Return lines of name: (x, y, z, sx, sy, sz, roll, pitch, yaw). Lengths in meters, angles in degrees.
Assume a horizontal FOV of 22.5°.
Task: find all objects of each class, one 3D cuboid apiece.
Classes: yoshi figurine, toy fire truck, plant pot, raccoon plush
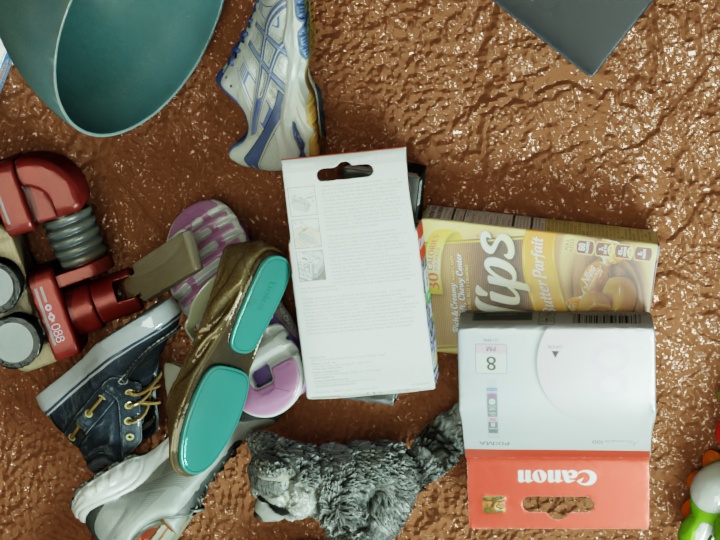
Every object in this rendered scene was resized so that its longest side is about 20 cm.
yoshi figurine: (0.342, 0.169, 1.511, 0.112, 0.112, 0.201, 24, 107, -5)
toy fire truck: (-0.237, -0.022, 1.536, 0.199, 0.129, 0.177, -18, 99, 2)
plant pot: (-0.222, -0.228, 1.462, 0.134, 0.200, 0.201, 32, 106, 24)
raccoon plush: (-0.008, 0.150, 1.551, 0.200, 0.097, 0.134, -48, 113, -13)

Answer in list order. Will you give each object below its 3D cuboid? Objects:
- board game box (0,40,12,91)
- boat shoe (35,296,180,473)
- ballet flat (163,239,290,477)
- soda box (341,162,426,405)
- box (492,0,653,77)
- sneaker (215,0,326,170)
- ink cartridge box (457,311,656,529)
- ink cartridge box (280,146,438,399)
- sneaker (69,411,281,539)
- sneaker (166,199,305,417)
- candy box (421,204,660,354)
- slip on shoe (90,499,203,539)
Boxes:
board game box: (-0.357, -0.235, 1.541, 0.151, 0.037, 0.201, 25, 105, 1)
boat shoe: (-0.195, 0.099, 1.550, 0.091, 0.071, 0.200, 53, 133, 1)
ballet flat: (-0.122, 0.067, 1.481, 0.072, 0.068, 0.201, 20, 89, 41)
soda box: (0.010, 0.008, 1.536, 0.070, 0.063, 0.201, 7, 103, 5)
box: (0.198, -0.271, 1.429, 0.122, 0.106, 0.200, 37, 105, -1)
sneaker: (-0.081, -0.179, 1.500, 0.087, 0.075, 0.201, -2, 102, 8)
ink cartridge box: (0.164, 0.133, 1.506, 0.161, 0.057, 0.201, -1, 104, 7)
ink cartridge box: (0.000, 0.000, 1.478, 0.108, 0.050, 0.201, -5, 101, 9)
sneaker: (-0.149, 0.175, 1.561, 0.200, 0.074, 0.080, -33, 79, -12)
sneaker: (-0.099, 0.035, 1.552, 0.080, 0.088, 0.201, -30, 75, 15)
candy box: (0.145, 0.016, 1.525, 0.199, 0.055, 0.116, 6, 105, 5)
slip on shoe: (-0.219, 0.261, 1.619, 0.061, 0.074, 0.200, 38, 99, 6)
